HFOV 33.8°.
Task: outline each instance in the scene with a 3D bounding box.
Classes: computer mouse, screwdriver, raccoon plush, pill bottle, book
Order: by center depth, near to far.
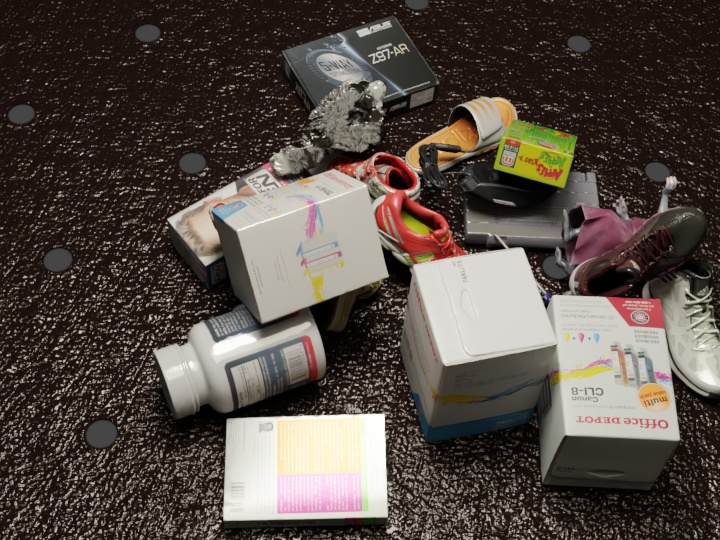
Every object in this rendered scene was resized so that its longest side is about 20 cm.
[{"bbox_3d":[-0.068,0.248,1.462,0.198,0.048,0.135,0,58,-2],"label":"book"},{"bbox_3d":[-0.155,0.112,1.503,0.199,0.120,0.120,-18,59,-15],"label":"pill bottle"},{"bbox_3d":[0.245,0.022,1.639,0.028,0.029,0.200,-30,65,-25],"label":"screwdriver"},{"bbox_3d":[0.174,-0.133,1.702,0.198,0.046,0.141,2,32,-13],"label":"computer mouse"},{"bbox_3d":[-0.049,-0.218,1.705,0.198,0.097,0.134,-19,18,-3],"label":"raccoon plush"}]

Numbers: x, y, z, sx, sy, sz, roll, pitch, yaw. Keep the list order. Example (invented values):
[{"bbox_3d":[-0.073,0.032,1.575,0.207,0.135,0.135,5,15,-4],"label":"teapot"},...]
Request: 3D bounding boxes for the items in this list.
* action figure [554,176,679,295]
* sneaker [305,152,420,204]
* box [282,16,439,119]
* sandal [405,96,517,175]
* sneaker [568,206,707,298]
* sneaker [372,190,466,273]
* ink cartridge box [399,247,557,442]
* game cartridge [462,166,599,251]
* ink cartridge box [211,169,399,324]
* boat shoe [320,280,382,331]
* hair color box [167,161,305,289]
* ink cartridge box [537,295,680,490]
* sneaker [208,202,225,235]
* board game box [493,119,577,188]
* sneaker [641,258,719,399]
[{"bbox_3d":[0.372,-0.041,1.611,0.198,0.134,0.150,-2,79,-4],"label":"action figure"},{"bbox_3d":[0.005,-0.141,1.691,0.201,0.108,0.067,36,61,20],"label":"sneaker"},{"bbox_3d":[-0.001,-0.301,1.840,0.199,0.044,0.161,-20,60,-16],"label":"box"},{"bbox_3d":[0.158,-0.210,1.778,0.206,0.059,0.079,-32,64,-23],"label":"sandal"},{"bbox_3d":[0.365,-0.012,1.516,0.199,0.116,0.076,-34,91,6],"label":"sneaker"},{"bbox_3d":[0.100,-0.032,1.599,0.199,0.085,0.077,37,53,-14],"label":"sneaker"},{"bbox_3d":[0.141,0.095,1.484,0.145,0.201,0.148,-9,57,-10],"label":"ink cartridge box"},{"bbox_3d":[0.247,-0.088,1.718,0.198,0.038,0.131,3,59,-2],"label":"game cartridge"},{"bbox_3d":[-0.065,-0.039,1.485,0.199,0.126,0.128,-20,21,-16],"label":"ink cartridge box"},{"bbox_3d":[0.000,0.000,1.618,0.066,0.074,0.201,25,61,-15],"label":"boat shoe"},{"bbox_3d":[-0.160,-0.070,1.662,0.199,0.061,0.100,-33,63,-22],"label":"hair color box"},{"bbox_3d":[0.304,0.155,1.487,0.144,0.145,0.201,2,56,-3],"label":"ink cartridge box"},{"bbox_3d":[-0.118,-0.033,1.573,0.085,0.200,0.077,-44,28,7],"label":"sneaker"},{"bbox_3d":[0.253,-0.170,1.695,0.101,0.048,0.200,17,17,7],"label":"board game box"},{"bbox_3d":[0.443,0.065,1.574,0.075,0.116,0.202,-14,58,-13],"label":"sneaker"}]
